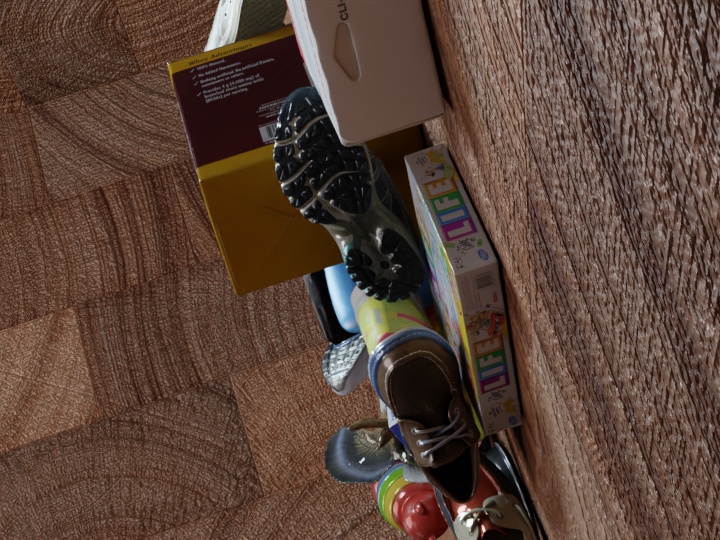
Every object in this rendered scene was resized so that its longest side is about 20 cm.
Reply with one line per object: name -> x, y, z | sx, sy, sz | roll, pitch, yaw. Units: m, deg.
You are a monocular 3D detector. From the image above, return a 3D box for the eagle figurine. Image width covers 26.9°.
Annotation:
eagle figurine -> 0.044, 0.230, 2.099 | 0.200, 0.150, 0.152 | 119, 172, -64

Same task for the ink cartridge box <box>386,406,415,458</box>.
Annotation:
ink cartridge box -> 0.066, 0.133, 1.530 | 0.094, 0.044, 0.200 | 50, -168, -18

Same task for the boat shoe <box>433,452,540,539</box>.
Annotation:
boat shoe -> 0.121, 0.239, 1.331 | 0.201, 0.071, 0.063 | 61, -174, 21

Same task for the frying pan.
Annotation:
frying pan -> 0.128, 0.188, 1.437 | 0.115, 0.031, 0.191 | 82, 167, -64

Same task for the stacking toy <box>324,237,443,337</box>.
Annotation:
stacking toy -> 0.051, 0.042, 1.441 | 0.200, 0.115, 0.111 | 57, -167, -55

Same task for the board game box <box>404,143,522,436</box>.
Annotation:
board game box -> 0.083, 0.018, 1.197 | 0.201, 0.034, 0.135 | 76, 176, -47

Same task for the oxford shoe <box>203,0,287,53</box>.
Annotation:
oxford shoe -> -0.118, -0.216, 1.448 | 0.058, 0.075, 0.201 | 57, 134, 44

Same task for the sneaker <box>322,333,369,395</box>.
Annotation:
sneaker -> 0.029, 0.080, 1.674 | 0.088, 0.074, 0.200 | 59, -138, -15

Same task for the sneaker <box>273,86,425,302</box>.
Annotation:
sneaker -> -0.012, -0.070, 1.245 | 0.087, 0.077, 0.201 | -87, -27, -57

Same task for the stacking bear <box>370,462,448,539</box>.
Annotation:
stacking bear -> 0.088, 0.365, 2.373 | 0.200, 0.113, 0.123 | -138, 30, -75

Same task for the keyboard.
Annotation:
keyboard -> 0.000, 0.000, 1.488 | 0.199, 0.039, 0.105 | -25, -79, -56

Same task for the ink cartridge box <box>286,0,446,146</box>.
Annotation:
ink cartridge box -> -0.009, -0.202, 1.129 | 0.200, 0.083, 0.146 | -111, 5, -60

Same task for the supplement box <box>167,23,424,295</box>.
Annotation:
supplement box -> -0.055, -0.114, 1.377 | 0.201, 0.195, 0.134 | -111, 5, -50

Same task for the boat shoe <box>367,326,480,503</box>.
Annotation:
boat shoe -> 0.065, 0.122, 1.235 | 0.073, 0.072, 0.201 | 63, -179, 40

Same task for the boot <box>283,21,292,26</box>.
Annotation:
boot -> -0.048, -0.171, 1.536 | 0.068, 0.129, 0.202 | -114, 7, -64

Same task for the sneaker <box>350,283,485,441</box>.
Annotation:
sneaker -> 0.055, 0.097, 1.322 | 0.200, 0.078, 0.091 | 50, -164, -32
